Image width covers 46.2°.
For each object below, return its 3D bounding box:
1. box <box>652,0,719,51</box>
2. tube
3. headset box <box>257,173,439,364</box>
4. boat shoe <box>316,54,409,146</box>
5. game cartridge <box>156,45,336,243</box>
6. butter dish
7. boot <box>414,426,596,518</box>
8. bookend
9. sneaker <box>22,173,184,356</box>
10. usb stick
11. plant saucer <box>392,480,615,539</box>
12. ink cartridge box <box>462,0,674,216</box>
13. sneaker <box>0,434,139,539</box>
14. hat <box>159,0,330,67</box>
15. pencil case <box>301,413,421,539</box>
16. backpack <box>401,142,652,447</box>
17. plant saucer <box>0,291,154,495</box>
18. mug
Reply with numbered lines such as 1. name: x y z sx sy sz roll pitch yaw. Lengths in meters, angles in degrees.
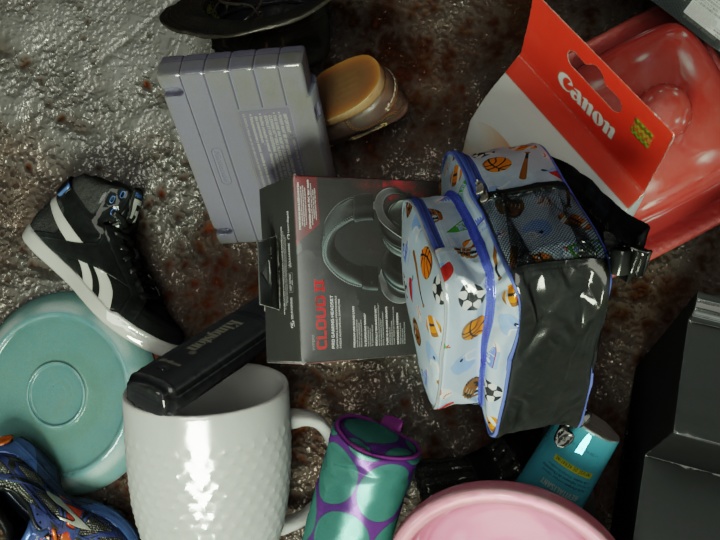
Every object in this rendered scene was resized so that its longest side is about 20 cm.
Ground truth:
1. box: 0.269 -0.297 0.725 0.199 0.051 0.158 41 54 8
2. tube: 0.142 0.208 0.696 0.076 0.050 0.203 28 104 10
3. headset box: 0.000 0.000 0.727 0.196 0.077 0.153 0 86 -31
4. boat shoe: -0.049 -0.138 0.792 0.196 0.070 0.072 -10 72 28
5. game cartridge: -0.089 -0.104 0.749 0.126 0.202 0.039 -6 49 5
6. butter dish: 0.241 -0.119 0.713 0.197 0.148 0.203 -27 84 7
7. boot: 0.122 0.156 0.751 0.154 0.079 0.216 -6 87 8
8. bookend: 0.261 0.151 0.644 0.090 0.201 0.203 13 69 10
9. sneaker: -0.227 -0.018 0.813 0.199 0.073 0.113 39 94 10
10. usb stick: -0.121 0.068 0.739 0.055 0.199 0.033 20 118 22
11. plant saucer: 0.118 0.248 0.665 0.196 0.051 0.205 6 111 16
12. ink cartridge box: 0.153 -0.090 0.682 0.050 0.201 0.163 -29 66 -15
13. sneaker: -0.289 0.246 0.794 0.199 0.079 0.076 38 109 -4
14. hat: -0.081 -0.225 0.785 0.196 0.202 0.082 -7 124 8
15. pencil case: -0.008 0.234 0.748 0.084 0.092 0.204 19 102 24
16. backpack: 0.105 0.005 0.635 0.150 0.193 0.203 1 132 -5
17. plant saucer: -0.298 0.123 0.841 0.195 0.027 0.205 0 88 9
18. mug: -0.109 0.186 0.761 0.196 0.147 0.180 -5 102 -21
